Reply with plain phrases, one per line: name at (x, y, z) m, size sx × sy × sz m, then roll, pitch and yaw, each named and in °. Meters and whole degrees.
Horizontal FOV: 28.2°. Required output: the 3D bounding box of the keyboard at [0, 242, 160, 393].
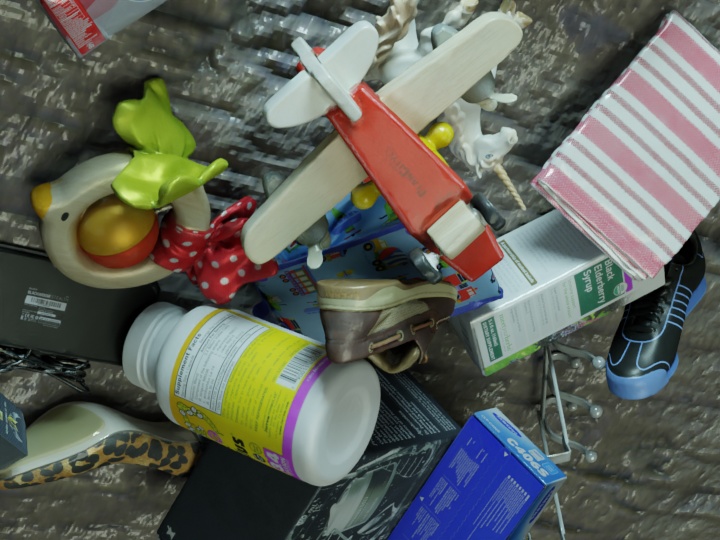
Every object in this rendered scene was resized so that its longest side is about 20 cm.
keyboard at (-0.259, 0.034, 1.131) m, size 0.199 × 0.040 × 0.105 m, roll 16°, pitch 94°, yaw -38°

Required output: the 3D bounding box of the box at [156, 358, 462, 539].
box at (-0.043, 0.191, 1.285) m, size 0.196 × 0.124 × 0.201 m, roll -2°, pitch 130°, yaw -51°

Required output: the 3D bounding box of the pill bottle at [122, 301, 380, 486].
pill bottle at (-0.091, 0.089, 1.136) m, size 0.104 × 0.199 × 0.105 m, roll -37°, pitch 137°, yaw -45°

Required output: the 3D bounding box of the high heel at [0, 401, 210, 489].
high heel at (-0.212, 0.172, 1.236) m, size 0.199 × 0.071 × 0.143 m, roll -28°, pitch 131°, yaw -20°

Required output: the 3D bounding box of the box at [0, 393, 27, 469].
box at (-0.382, 0.133, 1.097) m, size 0.199 × 0.051 × 0.158 m, roll -28°, pitch 136°, yaw 9°

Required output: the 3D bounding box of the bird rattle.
bird rattle at (-0.162, -0.044, 1.095) m, size 0.162 × 0.113 × 0.200 m, roll -18°, pitch 148°, yaw -1°

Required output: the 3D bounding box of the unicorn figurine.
unicorn figurine at (0.078, -0.155, 1.144) m, size 0.199 × 0.074 × 0.138 m, roll 21°, pitch 115°, yaw -24°

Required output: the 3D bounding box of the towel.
towel at (0.260, -0.107, 1.256) m, size 0.146 × 0.030 × 0.200 m, roll 40°, pitch 89°, yaw -17°

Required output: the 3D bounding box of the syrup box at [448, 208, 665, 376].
syrup box at (0.177, 0.006, 1.325) m, size 0.199 × 0.082 × 0.079 m, roll -25°, pitch 136°, yaw -8°

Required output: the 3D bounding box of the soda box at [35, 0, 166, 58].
soda box at (-0.128, -0.231, 0.944) m, size 0.199 × 0.070 × 0.064 m, roll -34°, pitch 137°, yaw -2°

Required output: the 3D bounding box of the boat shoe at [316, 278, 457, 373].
boat shoe at (0.022, 0.043, 1.104) m, size 0.200 × 0.072 × 0.073 m, roll 1°, pitch 90°, yaw -69°

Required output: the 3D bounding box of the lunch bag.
lunch bag at (0.000, 0.000, 1.217) m, size 0.199 × 0.094 × 0.151 m, roll -28°, pitch 142°, yaw 5°

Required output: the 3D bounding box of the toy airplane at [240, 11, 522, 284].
toy airplane at (0.014, -0.095, 1.058) m, size 0.198 × 0.141 × 0.201 m, roll 3°, pitch 105°, yaw -5°

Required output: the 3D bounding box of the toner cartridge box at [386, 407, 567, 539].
toner cartridge box at (0.093, 0.231, 1.296) m, size 0.043 × 0.095 × 0.201 m, roll -6°, pitch 133°, yaw -54°

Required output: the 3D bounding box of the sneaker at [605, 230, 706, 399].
sneaker at (0.279, 0.033, 1.371) m, size 0.200 × 0.070 × 0.078 m, roll -56°, pitch 139°, yaw -41°

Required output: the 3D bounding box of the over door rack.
over door rack at (0.201, 0.155, 1.391) m, size 0.066 × 0.201 × 0.148 m, roll 3°, pitch 133°, yaw 9°
